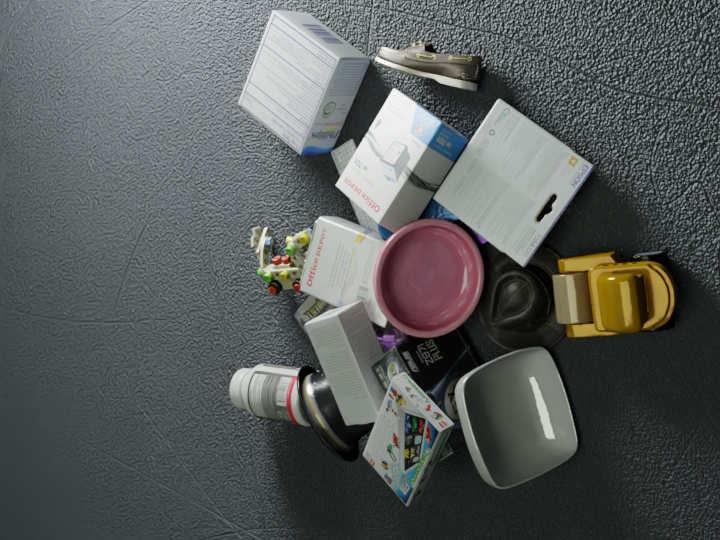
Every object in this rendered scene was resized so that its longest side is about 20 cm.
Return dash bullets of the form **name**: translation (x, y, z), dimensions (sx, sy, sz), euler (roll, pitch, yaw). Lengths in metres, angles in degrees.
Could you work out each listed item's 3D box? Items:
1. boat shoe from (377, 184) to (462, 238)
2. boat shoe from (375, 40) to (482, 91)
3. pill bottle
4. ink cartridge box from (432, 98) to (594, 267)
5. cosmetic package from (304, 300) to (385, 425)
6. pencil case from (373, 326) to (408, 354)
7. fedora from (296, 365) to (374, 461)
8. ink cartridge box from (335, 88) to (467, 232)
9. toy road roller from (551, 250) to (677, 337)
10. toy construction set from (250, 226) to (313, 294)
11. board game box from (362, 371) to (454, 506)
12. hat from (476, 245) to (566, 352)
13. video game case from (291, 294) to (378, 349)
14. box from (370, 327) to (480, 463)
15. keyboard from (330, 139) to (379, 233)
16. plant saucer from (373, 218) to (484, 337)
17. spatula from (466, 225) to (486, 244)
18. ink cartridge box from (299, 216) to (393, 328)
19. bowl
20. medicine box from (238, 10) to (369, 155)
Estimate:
- **boat shoe**: translation (0.122, -0.107, 1.670), dimensions (0.197, 0.068, 0.086), euler (-10, 83, 34)
- **boat shoe**: translation (0.116, -0.358, 1.624), dimensions (0.197, 0.071, 0.061), euler (22, 105, 28)
- **pill bottle**: translation (-0.169, 0.249, 1.925), dimensions (0.197, 0.110, 0.113), euler (3, 100, 36)
- **ink cartridge box**: translation (0.249, -0.141, 1.547), dimensions (0.199, 0.043, 0.198), euler (39, 101, 19)
- **cosmetic package**: translation (-0.011, 0.167, 1.690), dimensions (0.101, 0.071, 0.203), euler (-17, 97, 48)
- **pencil case**: translation (0.057, 0.202, 1.749), dimensions (0.082, 0.086, 0.204), euler (-5, 105, 9)
- **fedora**: translation (-0.035, 0.253, 1.789), dimensions (0.091, 0.200, 0.203), euler (-33, 78, 15)
- **ink cartridge box**: translation (0.068, -0.185, 1.632), dimensions (0.146, 0.085, 0.202), euler (42, 103, 41)
- **toy road roller**: translation (0.380, 0.041, 1.445), dimensions (0.197, 0.145, 0.126), euler (-6, 95, 30)
- **toy construction set**: translation (-0.148, -0.025, 1.870), dimensions (0.198, 0.092, 0.133), euler (7, 127, 43)
- **board game box**: translation (0.076, 0.286, 1.595), dimensions (0.126, 0.034, 0.202), euler (45, 135, 29)
- **hat**: translation (0.262, 0.054, 1.585), dimensions (0.198, 0.080, 0.205), euler (9, 105, 35)
- **video game case**: translation (-0.030, 0.096, 1.846), dimensions (0.182, 0.025, 0.200), euler (52, 124, 17)
- **box**: translation (0.138, 0.211, 1.648), dimensions (0.086, 0.162, 0.202), euler (-41, 74, 47)
- **keyboard**: translation (0.002, -0.144, 1.786), dimensions (0.056, 0.011, 0.203), euler (-27, 83, 37)
- **plant saucer**: translation (0.113, 0.011, 1.620), dimensions (0.051, 0.196, 0.205), euler (-147, 55, -72)
- **spatula**: translation (0.173, -0.047, 1.668), dimensions (0.199, 0.020, 0.057), euler (-40, 85, 38)
- **ink cartridge box**: translation (0.000, 0.000, 1.743), dimensions (0.197, 0.087, 0.148), euler (21, 102, 25)
- **bowl**: translation (0.248, 0.242, 1.576), dimensions (0.074, 0.197, 0.204), euler (-18, 90, 64)
- **medicine box**: translation (-0.108, -0.350, 1.771), dimensions (0.182, 0.102, 0.202), euler (39, 120, 24)
